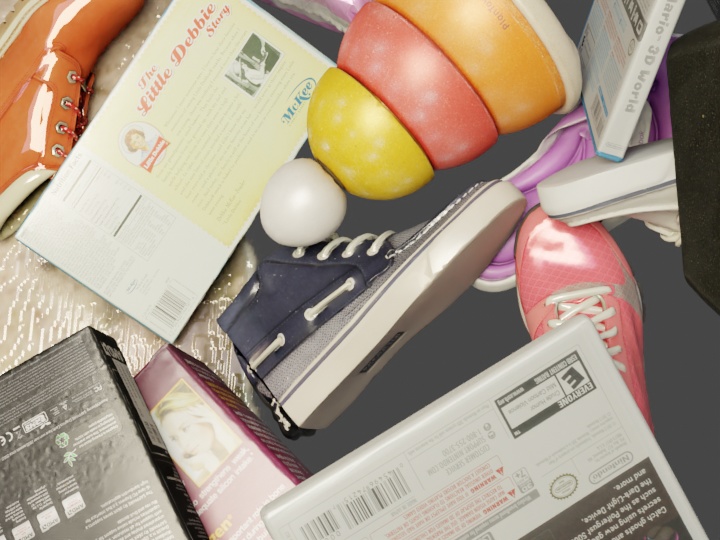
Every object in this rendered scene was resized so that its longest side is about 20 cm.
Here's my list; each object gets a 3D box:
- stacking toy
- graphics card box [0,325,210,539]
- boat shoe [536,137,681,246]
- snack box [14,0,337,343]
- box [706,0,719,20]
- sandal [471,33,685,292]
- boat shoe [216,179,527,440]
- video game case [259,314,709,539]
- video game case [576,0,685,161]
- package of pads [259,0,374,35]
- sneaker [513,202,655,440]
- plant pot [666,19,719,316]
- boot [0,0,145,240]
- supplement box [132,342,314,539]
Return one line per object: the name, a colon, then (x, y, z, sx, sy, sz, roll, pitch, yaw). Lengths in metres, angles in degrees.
stacking toy: (0.016, -0.093, 0.842, 0.200, 0.146, 0.146, -42, 75, -5)
graphics card box: (-0.147, 0.147, 0.764, 0.125, 0.051, 0.202, -30, 77, 2)
boat shoe: (0.195, -0.044, 0.830, 0.198, 0.072, 0.067, -14, 98, -23)
snack box: (-0.109, -0.071, 0.896, 0.116, 0.037, 0.201, 35, 84, -12)
box: (0.266, -0.240, 0.870, 0.162, 0.086, 0.202, -25, 76, 4)
sandal: (0.138, -0.063, 0.870, 0.203, 0.050, 0.082, -45, 76, -1)
boat shoe: (0.000, 0.000, 0.856, 0.200, 0.075, 0.093, -45, 72, 9)
video game case: (0.076, 0.152, 0.757, 0.199, 0.023, 0.183, -30, 95, -7)
video game case: (0.161, -0.178, 0.792, 0.018, 0.144, 0.202, 14, 118, -5)
package of pads: (-0.008, -0.251, 0.920, 0.119, 0.076, 0.202, 23, 82, 11)
sneaker: (0.134, 0.056, 0.817, 0.073, 0.087, 0.203, -13, 86, 5)
plant pot: (0.264, -0.054, 0.722, 0.197, 0.177, 0.203, -16, 106, -26)
boot: (-0.193, -0.111, 0.925, 0.200, 0.075, 0.107, -43, 79, 6)
supplement box: (-0.078, 0.161, 0.829, 0.131, 0.103, 0.200, -45, 76, -2)
